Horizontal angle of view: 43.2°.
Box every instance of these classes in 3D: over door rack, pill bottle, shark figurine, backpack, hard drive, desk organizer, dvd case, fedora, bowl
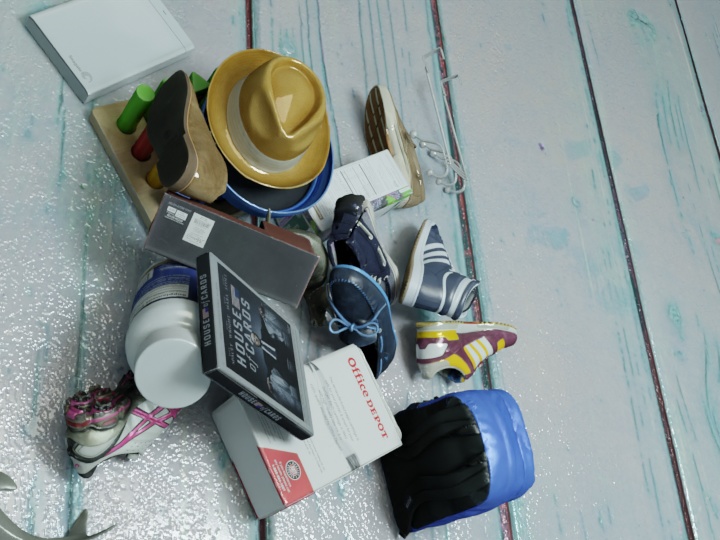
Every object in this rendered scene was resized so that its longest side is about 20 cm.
[{"bbox_3d":[0.125,-0.234,1.466,0.148,0.065,0.204,16,70,-72],"label":"over door rack"},{"bbox_3d":[-0.209,0.069,1.036,0.110,0.112,0.200,29,15,-19],"label":"pill bottle"},{"bbox_3d":[-0.365,0.239,0.917,0.214,0.089,0.129,40,51,-8],"label":"shark figurine"},{"bbox_3d":[0.137,0.236,1.195,0.166,0.200,0.165,-7,70,-37],"label":"backpack"},{"bbox_3d":[-0.342,-0.325,1.265,0.133,0.027,0.199,52,49,-1],"label":"hard drive"},{"bbox_3d":[-0.156,-0.033,1.106,0.197,0.073,0.077,22,14,-17],"label":"desk organizer"},{"bbox_3d":[-0.118,0.089,1.030,0.200,0.024,0.152,48,25,-50],"label":"dvd case"},{"bbox_3d":[-0.102,-0.207,1.169,0.198,0.082,0.204,13,65,-30],"label":"fedora"},{"bbox_3d":[-0.127,-0.163,1.212,0.198,0.039,0.204,14,65,-30],"label":"bowl"}]

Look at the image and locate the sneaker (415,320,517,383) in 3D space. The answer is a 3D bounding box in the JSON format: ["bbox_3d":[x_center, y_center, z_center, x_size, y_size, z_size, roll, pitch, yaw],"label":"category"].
[{"bbox_3d":[0.158,0.122,1.364,0.198,0.074,0.092,4,85,-37],"label":"sneaker"}]

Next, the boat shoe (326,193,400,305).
[{"bbox_3d":[0.000,0.000,1.255,0.094,0.073,0.202,-73,149,-44],"label":"boat shoe"}]

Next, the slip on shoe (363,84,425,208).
[{"bbox_3d":[0.057,-0.197,1.446,0.060,0.076,0.203,-5,73,-31],"label":"slip on shoe"}]

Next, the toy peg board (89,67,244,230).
[{"bbox_3d":[-0.222,-0.170,1.222,0.199,0.098,0.201,-25,82,-40],"label":"toy peg board"}]

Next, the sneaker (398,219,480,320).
[{"bbox_3d":[0.123,0.002,1.353,0.107,0.071,0.201,18,34,0],"label":"sneaker"}]

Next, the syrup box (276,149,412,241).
[{"bbox_3d":[-0.026,-0.103,1.337,0.199,0.079,0.082,-27,84,-41],"label":"syrup box"}]

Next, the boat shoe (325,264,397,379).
[{"bbox_3d":[0.008,0.076,1.215,0.201,0.083,0.069,60,43,-42],"label":"boat shoe"}]

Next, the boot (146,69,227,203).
[{"bbox_3d":[-0.210,-0.161,1.114,0.075,0.073,0.202,29,35,-43],"label":"boot"}]

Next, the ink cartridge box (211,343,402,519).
[{"bbox_3d":[-0.065,0.199,1.149,0.198,0.083,0.148,-18,77,-40],"label":"ink cartridge box"}]

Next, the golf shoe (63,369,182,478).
[{"bbox_3d":[-0.257,0.166,1.052,0.199,0.072,0.094,-20,119,-50],"label":"golf shoe"}]

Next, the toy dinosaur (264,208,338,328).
[{"bbox_3d":[-0.079,-0.018,1.221,0.100,0.202,0.078,3,41,16],"label":"toy dinosaur"}]
